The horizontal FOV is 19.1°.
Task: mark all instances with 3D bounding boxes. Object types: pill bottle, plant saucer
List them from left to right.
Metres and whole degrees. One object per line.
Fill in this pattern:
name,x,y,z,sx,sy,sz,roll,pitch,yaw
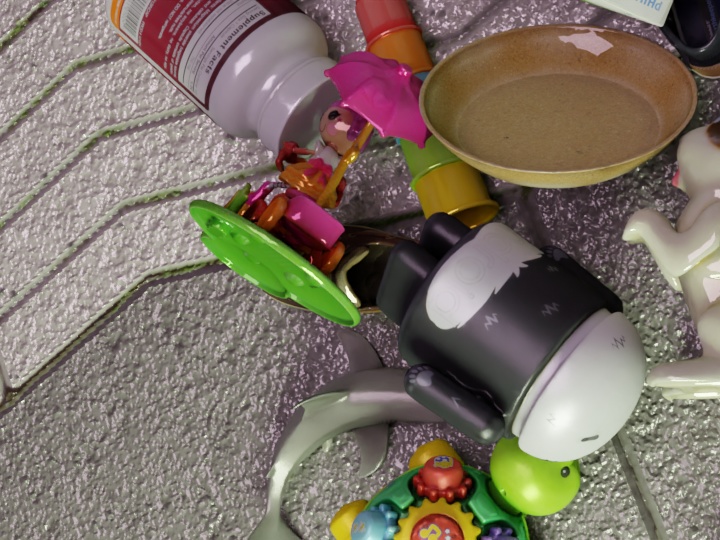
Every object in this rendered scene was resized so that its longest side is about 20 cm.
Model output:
pill bottle,-0.100,-0.178,1.689,0.200,0.113,0.113,43,104,23
plant saucer,0.143,-0.113,1.542,0.200,0.200,0.036,17,131,27

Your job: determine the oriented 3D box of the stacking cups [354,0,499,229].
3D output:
stacking cups,0.042,-0.123,1.644,0.060,0.060,0.200,-30,70,22

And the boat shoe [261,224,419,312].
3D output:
boat shoe,0.000,0.000,1.644,0.200,0.072,0.072,6,88,27

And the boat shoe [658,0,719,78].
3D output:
boat shoe,0.230,-0.236,1.554,0.074,0.062,0.200,-24,74,25

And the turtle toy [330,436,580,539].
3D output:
turtle toy,0.075,0.188,1.560,0.200,0.101,0.146,-38,76,-6

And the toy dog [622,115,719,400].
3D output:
toy dog,0.273,-0.018,1.472,0.193,0.139,0.201,-6,81,22

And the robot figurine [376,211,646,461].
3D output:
robot figurine,0.107,0.048,1.512,0.200,0.125,0.150,37,90,17

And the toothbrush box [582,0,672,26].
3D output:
toothbrush box,0.120,-0.253,1.528,0.200,0.145,0.086,31,101,51

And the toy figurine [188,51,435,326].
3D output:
toy figurine,-0.021,-0.075,1.589,0.150,0.200,0.184,37,79,-12

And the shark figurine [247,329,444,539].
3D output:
shark figurine,-0.036,0.128,1.645,0.214,0.089,0.128,-44,67,15
